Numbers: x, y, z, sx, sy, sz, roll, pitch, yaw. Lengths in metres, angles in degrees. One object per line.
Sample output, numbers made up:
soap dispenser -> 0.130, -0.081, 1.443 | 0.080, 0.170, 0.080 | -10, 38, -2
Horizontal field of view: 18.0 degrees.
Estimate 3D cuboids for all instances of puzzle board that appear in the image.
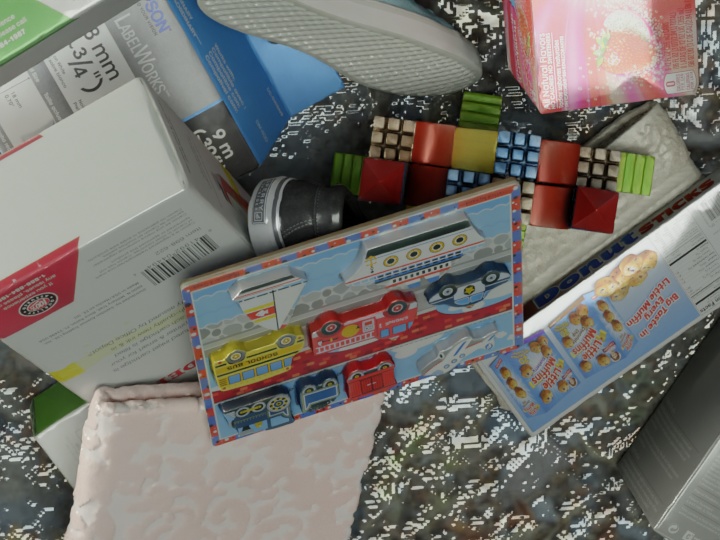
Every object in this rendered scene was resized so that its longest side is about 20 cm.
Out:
puzzle board -> 0.001, 0.029, 1.314 | 0.200, 0.017, 0.151 | -18, 142, -9

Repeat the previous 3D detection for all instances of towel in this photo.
towel -> -0.091, 0.145, 1.424 | 0.191, 0.032, 0.200 | -4, 130, -23
towel -> 0.145, -0.001, 1.471 | 0.200, 0.034, 0.133 | -37, 111, 4

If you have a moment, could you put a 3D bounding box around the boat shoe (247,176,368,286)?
boat shoe -> 0.000, 0.000, 1.349 | 0.066, 0.070, 0.200 | -1, 152, 22

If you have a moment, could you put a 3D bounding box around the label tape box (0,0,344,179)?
label tape box -> -0.125, -0.116, 1.376 | 0.200, 0.063, 0.144 | -28, 111, 3

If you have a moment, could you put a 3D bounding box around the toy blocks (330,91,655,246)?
toy blocks -> 0.079, -0.057, 1.367 | 0.200, 0.137, 0.100 | 8, 93, 2

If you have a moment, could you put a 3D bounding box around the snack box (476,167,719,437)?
snack box -> 0.169, 0.021, 1.451 | 0.200, 0.024, 0.072 | -35, 112, 3

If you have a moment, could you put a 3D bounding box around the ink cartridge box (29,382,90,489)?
ink cartridge box -> -0.098, 0.081, 1.449 | 0.200, 0.059, 0.104 | -32, 113, 4

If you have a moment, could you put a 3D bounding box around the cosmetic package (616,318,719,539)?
cosmetic package -> 0.262, 0.087, 1.480 | 0.090, 0.107, 0.200 | 32, 104, -17

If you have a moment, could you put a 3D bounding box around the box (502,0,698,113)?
box -> 0.128, -0.199, 1.272 | 0.095, 0.103, 0.200 | -8, 111, -5

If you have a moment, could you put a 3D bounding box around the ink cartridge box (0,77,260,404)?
ink cartridge box -> -0.135, -0.006, 1.318 | 0.145, 0.083, 0.200 | -29, 151, 6

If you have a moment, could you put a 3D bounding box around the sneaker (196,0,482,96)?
sneaker -> -0.005, -0.170, 1.372 | 0.200, 0.074, 0.082 | 21, 63, -34

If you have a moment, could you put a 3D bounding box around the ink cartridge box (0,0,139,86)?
ink cartridge box -> -0.209, -0.222, 1.284 | 0.146, 0.084, 0.200 | -32, 90, 3
